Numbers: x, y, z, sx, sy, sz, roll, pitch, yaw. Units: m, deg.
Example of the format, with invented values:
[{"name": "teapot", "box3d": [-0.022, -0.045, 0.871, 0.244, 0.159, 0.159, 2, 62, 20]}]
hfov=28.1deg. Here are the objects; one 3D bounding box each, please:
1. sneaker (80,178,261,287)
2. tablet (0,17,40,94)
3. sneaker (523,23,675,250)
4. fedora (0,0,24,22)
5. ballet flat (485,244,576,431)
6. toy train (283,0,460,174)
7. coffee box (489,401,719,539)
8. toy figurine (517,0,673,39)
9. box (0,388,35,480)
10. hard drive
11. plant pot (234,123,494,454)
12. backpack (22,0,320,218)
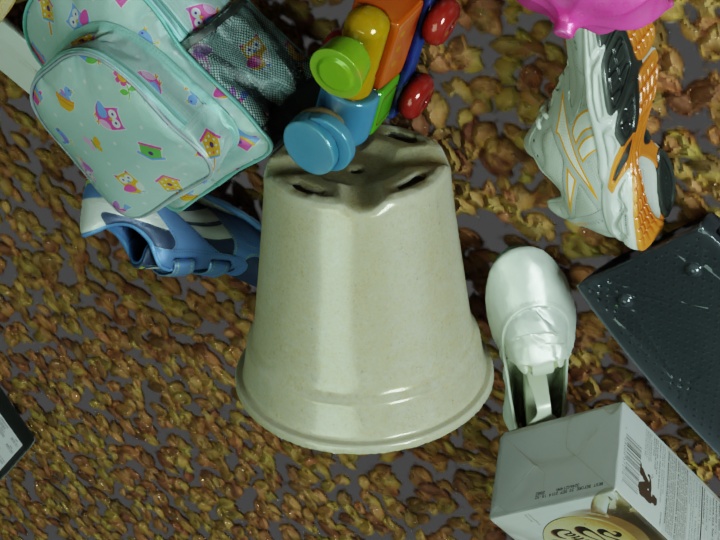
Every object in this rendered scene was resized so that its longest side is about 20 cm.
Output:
[{"name": "sneaker", "box3d": [-0.145, -0.024, 1.179, 0.199, 0.083, 0.074, 30, 158, -25]}, {"name": "tablet", "box3d": [-0.253, -0.149, 1.188, 0.200, 0.014, 0.130, 41, 165, -2]}, {"name": "sneaker", "box3d": [0.141, -0.101, 0.929, 0.091, 0.076, 0.201, 13, 133, 34]}, {"name": "fedora", "box3d": [-0.280, -0.250, 1.067, 0.199, 0.081, 0.203, 1, 92, 40]}, {"name": "ballet flat", "box3d": [0.135, 0.071, 1.095, 0.069, 0.070, 0.201, 16, 137, 25]}, {"name": "toy train", "box3d": [0.007, -0.160, 0.936, 0.084, 0.116, 0.201, 29, 140, 9]}, {"name": "coffee box", "box3d": [0.204, 0.195, 1.106, 0.112, 0.080, 0.200, -19, 132, 36]}, {"name": "toy figurine", "box3d": [0.135, -0.209, 0.739, 0.149, 0.184, 0.201, 8, 132, 31]}, {"name": "box", "box3d": [-0.492, 0.147, 1.633, 0.163, 0.086, 0.201, -5, 124, 40]}, {"name": "hard drive", "box3d": [0.260, 0.053, 1.007, 0.200, 0.042, 0.135, 47, 140, -11]}, {"name": "plant pot", "box3d": [0.000, 0.000, 1.059, 0.199, 0.200, 0.185, 14, 124, 26]}, {"name": "backpack", "box3d": [-0.152, -0.148, 1.046, 0.201, 0.153, 0.175, 55, 144, -10]}]
